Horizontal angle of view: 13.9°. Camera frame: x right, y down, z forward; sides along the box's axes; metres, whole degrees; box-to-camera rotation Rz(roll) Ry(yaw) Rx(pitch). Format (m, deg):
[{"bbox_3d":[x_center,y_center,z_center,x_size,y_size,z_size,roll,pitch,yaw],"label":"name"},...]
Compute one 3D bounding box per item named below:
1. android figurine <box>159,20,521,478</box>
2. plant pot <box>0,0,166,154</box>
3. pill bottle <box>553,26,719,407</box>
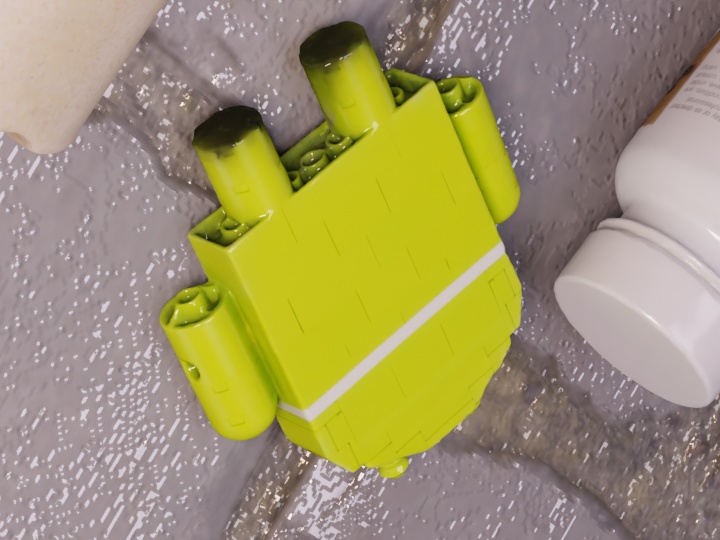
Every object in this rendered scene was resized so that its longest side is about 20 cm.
[{"bbox_3d":[0.000,0.000,1.254,0.182,0.041,0.201,-42,127,-22],"label":"android figurine"},{"bbox_3d":[-0.120,-0.150,1.016,0.200,0.200,0.184,19,104,-42],"label":"plant pot"},{"bbox_3d":[0.181,-0.042,1.344,0.200,0.114,0.114,-51,130,-15],"label":"pill bottle"}]
